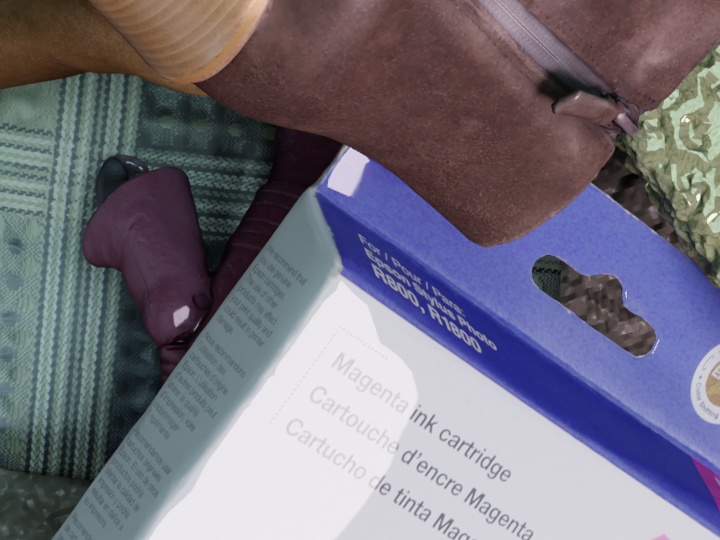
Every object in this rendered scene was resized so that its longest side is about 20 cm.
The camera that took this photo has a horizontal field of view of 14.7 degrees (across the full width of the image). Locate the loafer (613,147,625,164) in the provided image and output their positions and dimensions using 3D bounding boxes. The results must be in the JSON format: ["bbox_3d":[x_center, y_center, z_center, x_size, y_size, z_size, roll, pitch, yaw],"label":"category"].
[{"bbox_3d":[0.158,-0.101,0.862,0.200,0.063,0.072,-43,99,-9],"label":"loafer"}]

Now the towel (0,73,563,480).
[{"bbox_3d":[-0.027,-0.031,0.844,0.192,0.035,0.201,7,90,-9],"label":"towel"}]

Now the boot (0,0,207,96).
[{"bbox_3d":[-0.106,-0.062,0.763,0.073,0.199,0.076,10,94,-54],"label":"boot"}]

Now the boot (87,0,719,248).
[{"bbox_3d":[0.034,-0.110,0.629,0.166,0.072,0.200,30,111,-37],"label":"boot"}]

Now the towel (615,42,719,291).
[{"bbox_3d":[0.171,-0.014,0.756,0.148,0.036,0.200,-41,97,1],"label":"towel"}]

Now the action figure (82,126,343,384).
[{"bbox_3d":[0.000,0.000,0.765,0.134,0.149,0.200,37,72,-14],"label":"action figure"}]

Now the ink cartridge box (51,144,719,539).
[{"bbox_3d":[0.027,0.075,0.747,0.196,0.043,0.200,34,96,-34],"label":"ink cartridge box"}]
